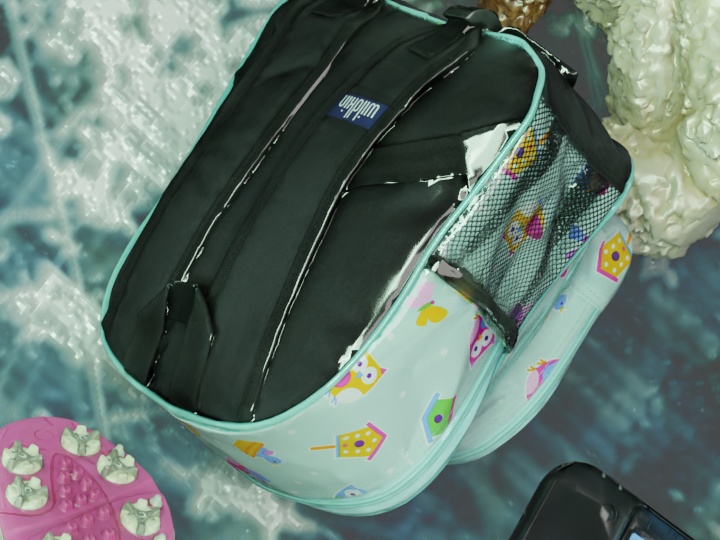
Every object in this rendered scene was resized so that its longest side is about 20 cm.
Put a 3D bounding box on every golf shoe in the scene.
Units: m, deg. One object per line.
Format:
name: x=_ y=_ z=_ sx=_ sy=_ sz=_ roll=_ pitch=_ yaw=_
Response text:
golf shoe: x=-0.102 y=0.147 z=1.192 sx=0.075 sy=0.092 sz=0.200 roll=-8 pitch=48 yaw=-30

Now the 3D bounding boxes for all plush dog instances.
plush dog: x=0.151 y=-0.129 z=1.367 sx=0.200 sy=0.161 sz=0.172 roll=-31 pitch=68 yaw=-30

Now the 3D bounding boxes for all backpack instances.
backpack: x=0.000 y=0.000 z=1.233 sx=0.200 sy=0.176 sz=0.153 roll=-51 pitch=135 yaw=-14

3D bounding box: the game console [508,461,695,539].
game console: x=0.141 y=0.193 z=1.220 sx=0.200 sy=0.116 sz=0.176 roll=37 pitch=67 yaw=-14
